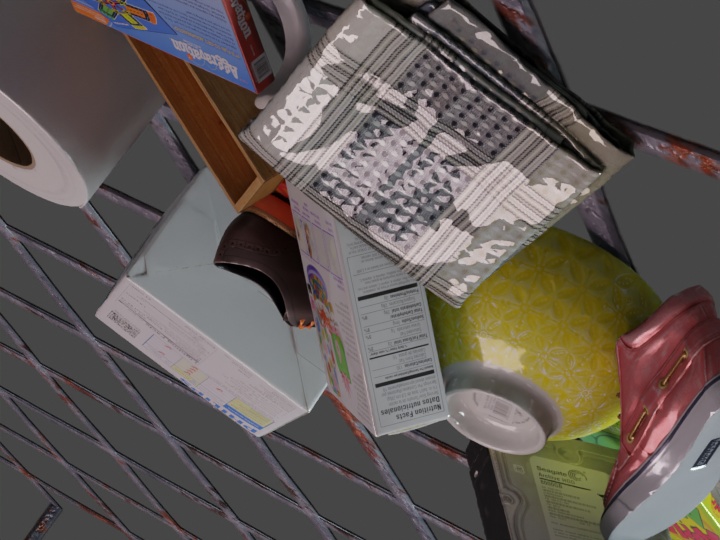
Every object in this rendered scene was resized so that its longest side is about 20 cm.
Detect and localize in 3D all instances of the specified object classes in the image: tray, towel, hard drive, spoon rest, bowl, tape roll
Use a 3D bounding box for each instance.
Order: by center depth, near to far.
[{"bbox_3d":[0.043,-0.079,1.375,0.192,0.035,0.200,39,133,-8],"label":"towel"},{"bbox_3d":[-0.094,-0.203,1.440,0.201,0.061,0.099,57,155,-18],"label":"spoon rest"},{"bbox_3d":[-0.117,-0.143,1.541,0.201,0.037,0.099,58,163,3],"label":"tray"},{"bbox_3d":[0.111,0.063,1.552,0.199,0.108,0.201,20,151,11],"label":"bowl"},{"bbox_3d":[0.156,0.191,1.562,0.139,0.038,0.200,15,-149,-17],"label":"hard drive"},{"bbox_3d":[-0.248,-0.164,1.670,0.202,0.139,0.203,33,162,12],"label":"tape roll"}]

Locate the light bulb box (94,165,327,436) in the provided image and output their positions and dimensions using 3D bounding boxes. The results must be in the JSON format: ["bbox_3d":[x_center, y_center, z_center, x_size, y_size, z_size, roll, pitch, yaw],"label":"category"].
[{"bbox_3d":[-0.112,0.033,1.940,0.198,0.125,0.200,37,163,-6],"label":"light bulb box"}]

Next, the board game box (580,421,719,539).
[{"bbox_3d":[0.241,0.152,1.711,0.101,0.048,0.200,16,153,47],"label":"board game box"}]

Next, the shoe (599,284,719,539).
[{"bbox_3d":[0.204,0.100,1.491,0.091,0.071,0.200,62,145,29],"label":"shoe"}]

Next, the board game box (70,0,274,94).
[{"bbox_3d":[-0.140,-0.188,1.444,0.199,0.019,0.103,27,147,41],"label":"board game box"}]

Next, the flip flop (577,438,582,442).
[{"bbox_3d":[0.147,0.149,1.817,0.200,0.057,0.081,49,170,21],"label":"flip flop"}]

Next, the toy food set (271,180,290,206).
[{"bbox_3d":[-0.010,-0.041,1.687,0.200,0.049,0.198,43,161,-21],"label":"toy food set"}]

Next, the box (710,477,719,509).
[{"bbox_3d":[0.342,0.163,1.497,0.199,0.078,0.095,21,157,40],"label":"box"}]

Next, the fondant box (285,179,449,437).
[{"bbox_3d":[0.000,0.000,1.535,0.144,0.058,0.201,-145,43,-73],"label":"fondant box"}]

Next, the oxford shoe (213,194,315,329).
[{"bbox_3d":[-0.021,0.025,1.673,0.199,0.073,0.071,35,162,5],"label":"oxford shoe"}]
